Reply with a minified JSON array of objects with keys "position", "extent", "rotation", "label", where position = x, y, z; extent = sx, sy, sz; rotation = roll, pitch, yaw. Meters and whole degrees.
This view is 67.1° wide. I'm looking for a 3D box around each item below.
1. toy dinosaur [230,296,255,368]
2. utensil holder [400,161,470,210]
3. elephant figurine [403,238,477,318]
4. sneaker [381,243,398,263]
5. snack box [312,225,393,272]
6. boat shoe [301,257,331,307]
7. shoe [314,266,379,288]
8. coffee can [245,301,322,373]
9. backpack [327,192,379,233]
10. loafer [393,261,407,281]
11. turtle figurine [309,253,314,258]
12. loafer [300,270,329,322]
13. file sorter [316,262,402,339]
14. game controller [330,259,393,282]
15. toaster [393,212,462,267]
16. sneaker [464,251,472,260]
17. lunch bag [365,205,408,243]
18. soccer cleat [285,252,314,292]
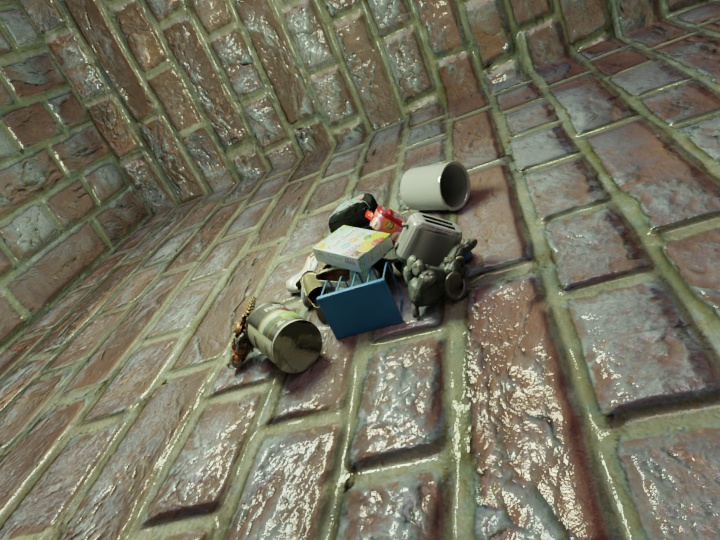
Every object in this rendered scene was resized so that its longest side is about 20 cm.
[{"position":[-0.332,0.184,1.601],"extent":[0.201,0.102,0.136],"rotation":[-57,-2,1],"label":"toy dinosaur"},{"position":[0.267,-0.298,1.962],"extent":[0.170,0.171,0.199],"rotation":[-41,27,-31],"label":"utensil holder"},{"position":[0.226,0.017,1.452],"extent":[0.199,0.156,0.142],"rotation":[-7,56,-22],"label":"elephant figurine"},{"position":[0.051,-0.039,1.707],"extent":[0.201,0.146,0.077],"rotation":[19,64,31],"label":"sneaker"},{"position":[-0.023,-0.066,1.577],"extent":[0.199,0.053,0.142],"rotation":[15,41,44],"label":"snack box"},{"position":[-0.133,0.029,1.758],"extent":[0.072,0.072,0.201],"rotation":[1,59,26],"label":"boat shoe"},{"position":[-0.041,0.020,1.582],"extent":[0.199,0.053,0.071],"rotation":[-4,76,25],"label":"shoe"},{"position":[-0.214,0.181,1.499],"extent":[0.146,0.147,0.200],"rotation":[-35,28,-21],"label":"coffee can"},{"position":[-0.010,-0.174,1.961],"extent":[0.199,0.178,0.151],"rotation":[-24,20,25],"label":"backpack"},{"position":[0.148,0.001,1.604],"extent":[0.070,0.069,0.200],"rotation":[-23,27,-20],"label":"loafer"},{"position":[-0.068,-0.033,1.868],"extent":[0.198,0.065,0.162],"rotation":[-13,34,-9],"label":"turtle figurine"},{"position":[-0.131,0.064,1.658],"extent":[0.076,0.068,0.200],"rotation":[-27,52,-9],"label":"loafer"},{"position":[0.005,0.079,1.504],"extent":[0.199,0.139,0.123],"rotation":[-17,26,17],"label":"file sorter"},{"position":[0.000,0.000,1.622],"extent":[0.199,0.042,0.105],"rotation":[20,87,31],"label":"game controller"},{"position":[0.200,-0.077,1.528],"extent":[0.199,0.130,0.114],"rotation":[15,24,-11],"label":"toaster"},{"position":[0.249,-0.073,1.644],"extent":[0.070,0.078,0.199],"rotation":[-39,28,-28],"label":"sneaker"},{"position":[0.095,-0.139,1.678],"extent":[0.082,0.175,0.200],"rotation":[-61,4,11],"label":"lunch bag"},{"position":[-0.178,0.008,1.897],"extent":[0.077,0.070,0.200],"rotation":[12,51,45],"label":"soccer cleat"}]
